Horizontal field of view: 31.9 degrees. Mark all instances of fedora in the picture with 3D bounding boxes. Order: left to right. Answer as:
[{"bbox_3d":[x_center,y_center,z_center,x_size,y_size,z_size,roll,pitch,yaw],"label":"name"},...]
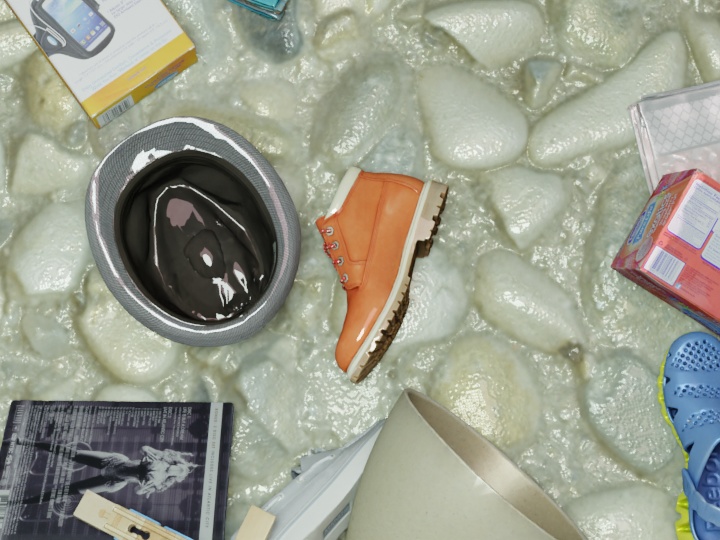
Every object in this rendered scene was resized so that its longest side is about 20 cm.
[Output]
[{"bbox_3d":[-0.145,-0.028,1.118,0.176,0.090,0.201,-39,88,-8],"label":"fedora"}]

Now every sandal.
[{"bbox_3d":[0.310,0.150,1.099,0.078,0.087,0.202,-6,76,-2],"label":"sandal"}]

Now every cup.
[{"bbox_3d":[0.067,0.214,1.012,0.200,0.200,0.144,41,95,7],"label":"cup"}]

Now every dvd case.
[{"bbox_3d":[-0.210,0.173,1.071,0.197,0.016,0.150,0,45,-2],"label":"dvd case"}]

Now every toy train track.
[{"bbox_3d":[-0.136,0.228,0.998,0.198,0.033,0.115,22,71,16],"label":"toy train track"}]

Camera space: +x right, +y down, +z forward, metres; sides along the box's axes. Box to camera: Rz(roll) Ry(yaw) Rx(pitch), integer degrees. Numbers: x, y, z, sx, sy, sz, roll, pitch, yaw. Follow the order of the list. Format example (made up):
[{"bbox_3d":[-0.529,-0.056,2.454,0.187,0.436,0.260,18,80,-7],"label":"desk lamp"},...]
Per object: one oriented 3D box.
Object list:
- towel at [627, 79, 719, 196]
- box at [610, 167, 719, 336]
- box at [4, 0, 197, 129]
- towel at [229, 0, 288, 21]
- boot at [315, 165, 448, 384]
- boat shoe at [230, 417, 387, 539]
[{"bbox_3d":[0.369,-0.092,1.182,0.198,0.032,0.193,-13,79,-4],"label":"towel"},{"bbox_3d":[0.335,0.006,1.100,0.199,0.095,0.103,31,89,-5],"label":"box"},{"bbox_3d":[-0.258,-0.247,1.190,0.119,0.042,0.201,-35,79,-9],"label":"box"},{"bbox_3d":[-0.107,-0.358,1.228,0.145,0.022,0.202,22,77,2],"label":"towel"},{"bbox_3d":[0.000,0.000,1.131,0.106,0.075,0.202,18,69,5],"label":"boot"},{"bbox_3d":[-0.032,0.186,1.070,0.068,0.072,0.200,27,56,26],"label":"boat shoe"}]
